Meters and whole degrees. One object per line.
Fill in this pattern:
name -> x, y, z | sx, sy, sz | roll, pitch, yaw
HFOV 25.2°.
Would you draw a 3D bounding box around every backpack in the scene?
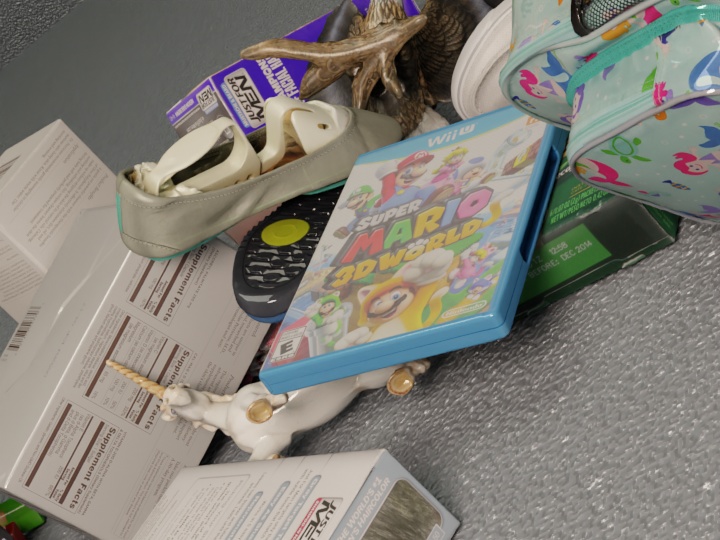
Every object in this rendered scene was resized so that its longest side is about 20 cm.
backpack -> 0.163, -0.105, 0.735 | 0.200, 0.177, 0.151 | -9, 70, 59

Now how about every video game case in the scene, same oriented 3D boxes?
video game case -> 0.034, -0.019, 0.873 | 0.143, 0.018, 0.200 | -17, 31, 30

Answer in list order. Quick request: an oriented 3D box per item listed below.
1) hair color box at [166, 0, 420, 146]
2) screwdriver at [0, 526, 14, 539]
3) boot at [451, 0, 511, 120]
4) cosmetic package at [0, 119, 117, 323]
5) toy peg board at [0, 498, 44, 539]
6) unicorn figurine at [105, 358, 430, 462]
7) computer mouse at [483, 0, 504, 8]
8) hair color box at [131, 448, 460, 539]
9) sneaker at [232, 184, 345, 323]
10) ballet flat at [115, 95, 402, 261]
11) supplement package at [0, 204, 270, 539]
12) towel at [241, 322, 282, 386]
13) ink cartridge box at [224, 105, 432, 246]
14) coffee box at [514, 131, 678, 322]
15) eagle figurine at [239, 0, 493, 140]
hair color box -> -0.050, -0.161, 1.323 | 0.200, 0.065, 0.109 | -34, 5, -27
screwdriver -> -0.267, 0.139, 1.055 | 0.029, 0.201, 0.028 | -34, 13, -26
boot -> 0.141, -0.153, 1.028 | 0.200, 0.073, 0.096 | -43, 23, 16
cosmetic package -> -0.198, 0.002, 1.187 | 0.085, 0.200, 0.108 | -20, 29, 45
toy peg board -> -0.299, 0.160, 1.100 | 0.098, 0.201, 0.199 | -29, 20, 0
unicorn figurine -> -0.041, 0.069, 0.920 | 0.199, 0.074, 0.137 | -15, 6, -6
computer mouse -> 0.138, -0.217, 1.123 | 0.200, 0.138, 0.053 | 154, 121, -66
hair color box -> -0.050, 0.150, 0.812 | 0.200, 0.061, 0.099 | -15, 35, 55
sneaker -> -0.026, -0.011, 1.004 | 0.066, 0.079, 0.200 | 0, 30, 14
ballet flat -> -0.058, -0.070, 0.975 | 0.199, 0.064, 0.067 | -27, 37, -25
supplement package -> -0.162, 0.069, 1.058 | 0.156, 0.111, 0.201 | -1, 59, 62
towel -> 0.000, 0.000, 1.067 | 0.200, 0.030, 0.147 | -21, 29, 44
ink cartridge box -> -0.040, -0.069, 1.255 | 0.200, 0.044, 0.174 | -29, 24, 36
coffee box -> 0.129, -0.065, 0.915 | 0.123, 0.044, 0.200 | -29, 25, 36
eagle figurine -> 0.024, -0.157, 1.154 | 0.151, 0.151, 0.200 | -58, -7, 11
